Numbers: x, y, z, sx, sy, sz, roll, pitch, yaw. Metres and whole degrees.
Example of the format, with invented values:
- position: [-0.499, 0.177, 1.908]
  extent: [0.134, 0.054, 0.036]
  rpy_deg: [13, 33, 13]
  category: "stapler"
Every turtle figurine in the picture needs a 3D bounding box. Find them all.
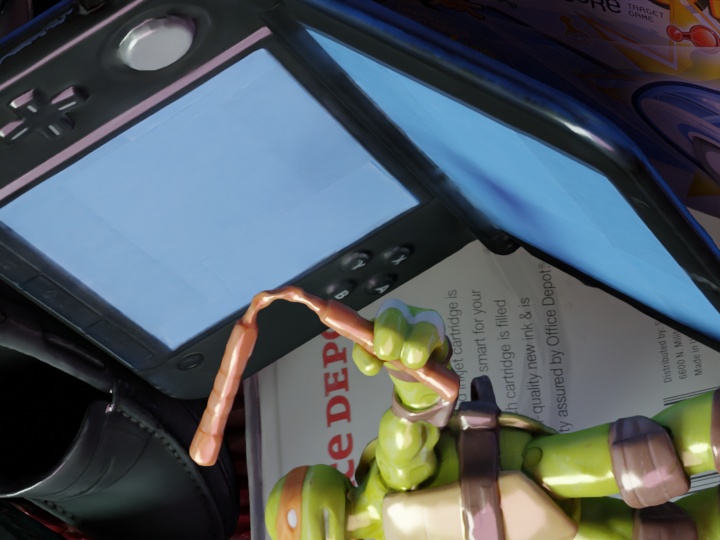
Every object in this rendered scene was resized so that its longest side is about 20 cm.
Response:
- position: [0.043, 0.072, 0.829]
  extent: [0.161, 0.064, 0.200]
  rpy_deg: [-2, 128, 6]
  category: "turtle figurine"

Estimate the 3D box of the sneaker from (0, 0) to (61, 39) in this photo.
- position: [-0.102, -0.070, 0.811]
  extent: [0.200, 0.085, 0.075]
  rpy_deg: [-27, 136, 28]
  category: "sneaker"

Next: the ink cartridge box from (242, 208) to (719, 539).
- position: [0.070, 0.055, 0.934]
  extent: [0.200, 0.146, 0.085]
  rpy_deg: [-13, 143, 12]
  category: "ink cartridge box"

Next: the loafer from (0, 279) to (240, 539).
- position: [-0.099, 0.041, 0.884]
  extent: [0.068, 0.070, 0.201]
  rpy_deg: [-21, 139, 19]
  category: "loafer"

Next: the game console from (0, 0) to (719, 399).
- position: [0.000, 0.000, 0.781]
  extent: [0.171, 0.118, 0.200]
  rpy_deg: [-31, 151, 10]
  category: "game console"

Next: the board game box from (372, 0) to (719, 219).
- position: [0.085, -0.066, 0.782]
  extent: [0.200, 0.034, 0.135]
  rpy_deg: [21, 154, 21]
  category: "board game box"

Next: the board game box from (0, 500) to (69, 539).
- position: [-0.073, 0.126, 0.986]
  extent: [0.135, 0.200, 0.028]
  rpy_deg: [36, 87, -29]
  category: "board game box"

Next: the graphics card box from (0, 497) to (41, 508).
- position: [-0.168, 0.005, 0.930]
  extent: [0.200, 0.051, 0.125]
  rpy_deg: [14, 138, -23]
  category: "graphics card box"
